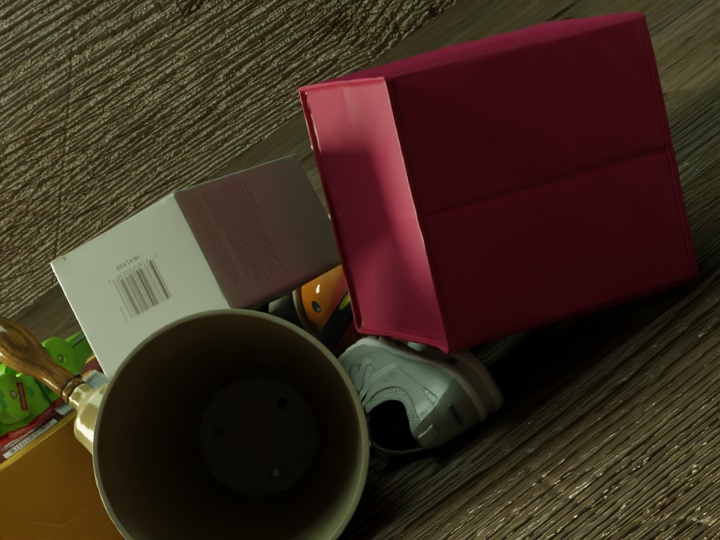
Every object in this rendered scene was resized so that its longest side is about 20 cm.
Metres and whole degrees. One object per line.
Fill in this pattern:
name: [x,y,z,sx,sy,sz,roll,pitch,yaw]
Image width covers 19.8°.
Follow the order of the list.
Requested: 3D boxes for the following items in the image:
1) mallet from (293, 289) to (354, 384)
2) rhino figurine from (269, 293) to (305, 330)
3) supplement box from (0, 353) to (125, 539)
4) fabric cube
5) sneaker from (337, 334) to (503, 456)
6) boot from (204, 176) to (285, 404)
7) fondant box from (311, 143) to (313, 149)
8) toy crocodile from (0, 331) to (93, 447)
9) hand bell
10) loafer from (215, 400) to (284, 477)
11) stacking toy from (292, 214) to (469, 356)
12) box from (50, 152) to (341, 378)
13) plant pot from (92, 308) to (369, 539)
mallet: [0.000,0.000,1.603,0.066,0.041,0.200,33,81,40]
rhino figurine: [-0.029,0.028,1.802,0.200,0.087,0.060,-41,46,29]
supplement box: [-0.241,0.181,1.736,0.197,0.133,0.200,-37,11,-12]
fabric cube: [0.096,-0.064,1.487,0.199,0.201,0.196,-16,9,-19]
sneaker: [0.016,0.096,1.509,0.082,0.075,0.200,-37,12,-27]
boot: [-0.094,0.042,1.710,0.079,0.212,0.158,-6,21,-18]
fondant box: [0.077,-0.100,1.710,0.200,0.058,0.144,13,2,19]
toy crocodile: [-0.276,0.106,1.678,0.067,0.062,0.200,-27,9,30]
hand bell: [-0.229,0.091,1.608,0.104,0.200,0.104,-46,-23,-26]
loafer: [-0.126,0.093,1.629,0.072,0.200,0.063,-48,-21,15]
stacking toy: [0.036,0.035,1.652,0.146,0.146,0.200,-34,26,-3]
box: [-0.117,-0.007,1.556,0.124,0.098,0.200,-28,-2,26]
plant pot: [-0.082,0.122,1.483,0.187,0.188,0.200,-33,-3,2]
